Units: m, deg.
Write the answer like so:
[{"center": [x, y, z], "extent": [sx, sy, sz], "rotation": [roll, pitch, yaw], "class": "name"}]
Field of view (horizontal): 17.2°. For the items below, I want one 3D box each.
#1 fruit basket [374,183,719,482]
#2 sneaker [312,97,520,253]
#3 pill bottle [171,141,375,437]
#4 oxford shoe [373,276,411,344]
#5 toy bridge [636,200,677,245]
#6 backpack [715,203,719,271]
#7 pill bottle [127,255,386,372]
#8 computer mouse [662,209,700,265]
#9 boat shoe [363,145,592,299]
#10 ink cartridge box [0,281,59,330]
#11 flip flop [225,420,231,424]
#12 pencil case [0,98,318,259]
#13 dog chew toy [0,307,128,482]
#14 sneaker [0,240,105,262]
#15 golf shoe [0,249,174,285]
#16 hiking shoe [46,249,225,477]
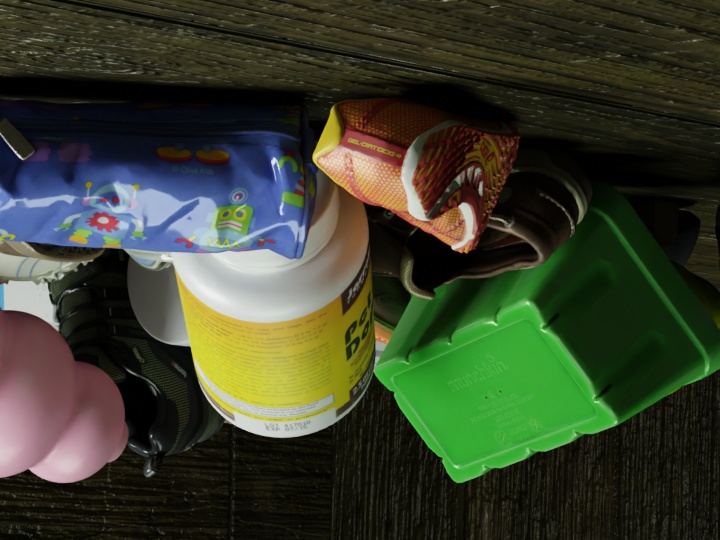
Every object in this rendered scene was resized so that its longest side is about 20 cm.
[{"center": [0.139, 0.030, 1.462], "extent": [0.216, 0.156, 0.216], "rotation": [-36, -172, 6], "class": "fruit basket"}, {"center": [0.032, -0.058, 1.220], "extent": [0.077, 0.073, 0.200], "rotation": [22, 178, 18], "class": "sneaker"}, {"center": [-0.048, 0.005, 1.333], "extent": [0.109, 0.109, 0.200], "rotation": [1, 150, 3], "class": "pill bottle"}, {"center": [0.000, 0.000, 1.515], "extent": [0.200, 0.073, 0.071], "rotation": [27, 174, -41], "class": "oxford shoe"}, {"center": [0.096, -0.035, 1.506], "extent": [0.200, 0.027, 0.067], "rotation": [4, 175, -16], "class": "toy bridge"}, {"center": [0.318, 0.011, 1.449], "extent": [0.190, 0.154, 0.200], "rotation": [-11, 170, 10], "class": "backpack"}, {"center": [-0.052, 0.008, 1.604], "extent": [0.116, 0.116, 0.200], "rotation": [-3, 173, 41], "class": "pill bottle"}, {"center": [0.150, -0.003, 1.662], "extent": [0.200, 0.053, 0.138], "rotation": [-7, -170, 38], "class": "computer mouse"}, {"center": [0.035, -0.022, 1.375], "extent": [0.202, 0.075, 0.075], "rotation": [-13, 131, 42], "class": "boat shoe"}, {"center": [-0.171, 0.002, 1.746], "extent": [0.200, 0.086, 0.146], "rotation": [-1, 175, 37], "class": "ink cartridge box"}, {"center": [-0.108, 0.079, 1.686], "extent": [0.200, 0.058, 0.081], "rotation": [3, -172, 8], "class": "flip flop"}, {"center": [-0.118, -0.050, 1.178], "extent": [0.200, 0.078, 0.087], "rotation": [3, 154, -13], "class": "pencil case"}, {"center": [-0.235, 0.073, 1.487], "extent": [0.200, 0.125, 0.124], "rotation": [26, 163, -28], "class": "dog chew toy"}, {"center": [-0.220, -0.050, 1.271], "extent": [0.075, 0.071, 0.200], "rotation": [-2, 165, 38], "class": "sneaker"}, {"center": [-0.175, -0.044, 1.418], "extent": [0.200, 0.078, 0.097], "rotation": [-4, 153, 23], "class": "golf shoe"}, {"center": [-0.168, 0.038, 1.588], "extent": [0.076, 0.200, 0.101], "rotation": [-35, -179, 28], "class": "hiking shoe"}]
